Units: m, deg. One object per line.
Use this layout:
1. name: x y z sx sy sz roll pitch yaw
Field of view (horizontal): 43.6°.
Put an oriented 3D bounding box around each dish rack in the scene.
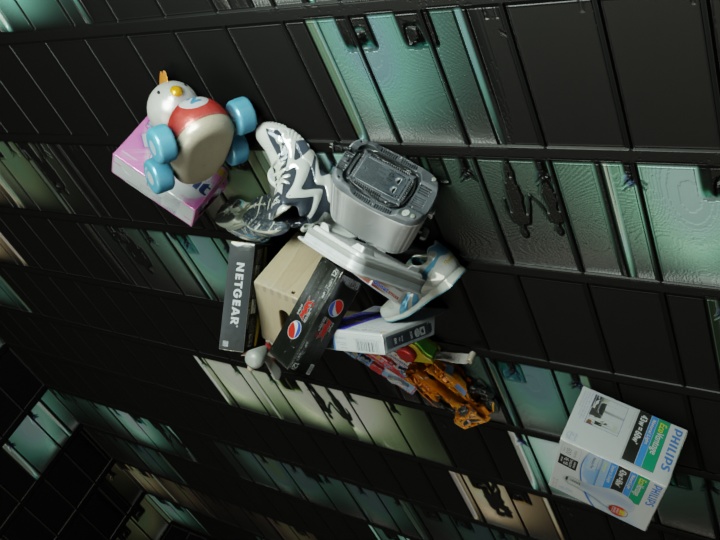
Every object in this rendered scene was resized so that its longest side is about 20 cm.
1. dish rack: 0.010 -0.023 1.493 0.198 0.044 0.171 20 -172 -45

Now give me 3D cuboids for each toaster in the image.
1. toaster: 0.026 -0.116 1.448 0.197 0.115 0.130 27 151 7

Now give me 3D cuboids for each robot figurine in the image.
1. robot figurine: 0.189 0.253 1.848 0.199 0.059 0.144 42 142 -12

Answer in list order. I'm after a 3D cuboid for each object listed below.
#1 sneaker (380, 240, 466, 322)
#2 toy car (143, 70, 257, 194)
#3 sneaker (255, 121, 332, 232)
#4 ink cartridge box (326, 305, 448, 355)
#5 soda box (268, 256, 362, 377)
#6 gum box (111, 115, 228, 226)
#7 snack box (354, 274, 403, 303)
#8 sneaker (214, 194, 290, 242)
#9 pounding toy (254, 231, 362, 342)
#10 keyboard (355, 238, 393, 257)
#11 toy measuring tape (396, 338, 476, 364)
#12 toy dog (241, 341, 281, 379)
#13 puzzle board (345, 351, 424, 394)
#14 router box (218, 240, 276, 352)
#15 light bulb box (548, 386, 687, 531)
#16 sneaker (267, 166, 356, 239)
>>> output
1. sneaker: 0.098 0.021 1.590 0.081 0.076 0.199 51 129 -1
2. toy car: -0.307 -0.269 1.544 0.202 0.182 0.177 57 153 16
3. sneaker: -0.129 -0.148 1.517 0.200 0.130 0.079 49 148 -6
4. ink cartridge box: 0.035 0.108 1.678 0.196 0.198 0.044 0 102 43
5. soda box: -0.080 0.084 1.617 0.063 0.202 0.070 27 -175 -45
6. gum box: -0.357 -0.186 1.710 0.198 0.114 0.066 34 150 0
7. snack box: 0.000 0.000 1.616 0.071 0.025 0.200 35 180 -34
8. sneaker: -0.190 -0.093 1.739 0.198 0.079 0.086 10 155 45
9. pounding toy: -0.091 0.058 1.755 0.140 0.185 0.203 20 138 22
10. keyboard: 0.027 -0.024 1.665 0.199 0.040 0.104 40 172 -12
11. toy measuring tape: 0.129 0.145 1.753 0.197 0.074 0.074 2 138 41
12. toy dog: -0.213 0.187 2.026 0.131 0.198 0.098 40 115 30
13. puzzle board: 0.049 0.187 1.937 0.198 0.018 0.151 32 149 3
14. router box: -0.214 0.048 1.730 0.051 0.205 0.157 7 -179 9
15. light bulb box: 0.468 0.347 1.654 0.197 0.126 0.200 22 147 20
16. sneaker: -0.084 -0.105 1.614 0.198 0.071 0.100 35 152 11
